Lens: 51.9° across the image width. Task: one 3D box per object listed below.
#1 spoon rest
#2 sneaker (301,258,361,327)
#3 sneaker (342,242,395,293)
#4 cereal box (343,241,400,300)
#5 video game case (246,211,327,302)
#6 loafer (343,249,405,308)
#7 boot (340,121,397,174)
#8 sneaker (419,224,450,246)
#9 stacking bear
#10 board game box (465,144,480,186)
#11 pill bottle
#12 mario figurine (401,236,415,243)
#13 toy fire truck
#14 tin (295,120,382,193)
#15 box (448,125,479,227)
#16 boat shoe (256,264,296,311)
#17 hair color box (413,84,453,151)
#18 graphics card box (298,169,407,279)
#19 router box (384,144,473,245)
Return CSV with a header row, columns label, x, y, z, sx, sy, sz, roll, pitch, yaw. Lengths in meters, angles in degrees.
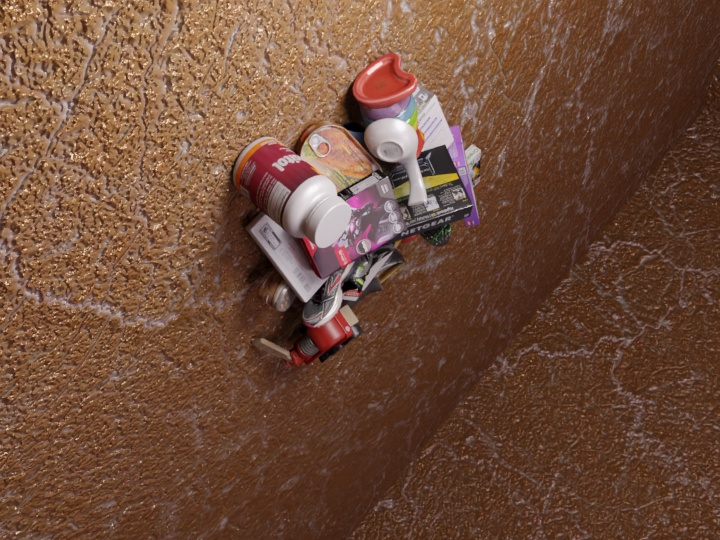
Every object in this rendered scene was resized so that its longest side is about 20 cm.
label,x,y,z,sx,sy,sz,roll,pitch,yaw
spoon rest,0.074,-0.210,1.388,0.201,0.098,0.061,58,31,-44
sneaker,-0.073,0.021,1.519,0.075,0.080,0.202,39,71,-52
sneaker,0.000,0.000,1.577,0.199,0.083,0.071,-38,143,9
cereal box,-0.016,-0.019,1.649,0.142,0.040,0.201,8,127,-42
video game case,-0.102,-0.071,1.419,0.182,0.023,0.201,-48,125,-19
loafer,0.028,0.024,1.818,0.201,0.072,0.073,-51,156,-2
boot,0.016,-0.240,1.457,0.198,0.075,0.098,-17,138,-44
sneaker,0.147,-0.147,1.668,0.077,0.202,0.085,-29,169,14
stacking bear,0.066,-0.284,1.404,0.113,0.122,0.201,-29,140,0
board game box,0.234,-0.216,1.905,0.200,0.034,0.127,-44,152,-18
pill bottle,-0.112,-0.128,1.239,0.113,0.199,0.114,-39,152,-25
mario figurine,0.054,-0.121,1.707,0.122,0.108,0.199,-24,155,28
toy fire truck,-0.122,0.153,1.655,0.199,0.129,0.176,-31,173,-47
tin,-0.039,-0.192,1.380,0.112,0.042,0.200,-48,128,0
box,0.241,-0.222,1.759,0.038,0.138,0.201,-12,139,11
boat shoe,-0.142,-0.011,1.489,0.076,0.071,0.201,86,28,-50
hair color box,0.127,-0.299,1.588,0.110,0.065,0.200,-51,156,-2
graphics card box,-0.019,-0.086,1.395,0.198,0.051,0.127,-30,122,-10
router box,0.115,-0.160,1.547,0.197,0.159,0.052,-18,157,-7
